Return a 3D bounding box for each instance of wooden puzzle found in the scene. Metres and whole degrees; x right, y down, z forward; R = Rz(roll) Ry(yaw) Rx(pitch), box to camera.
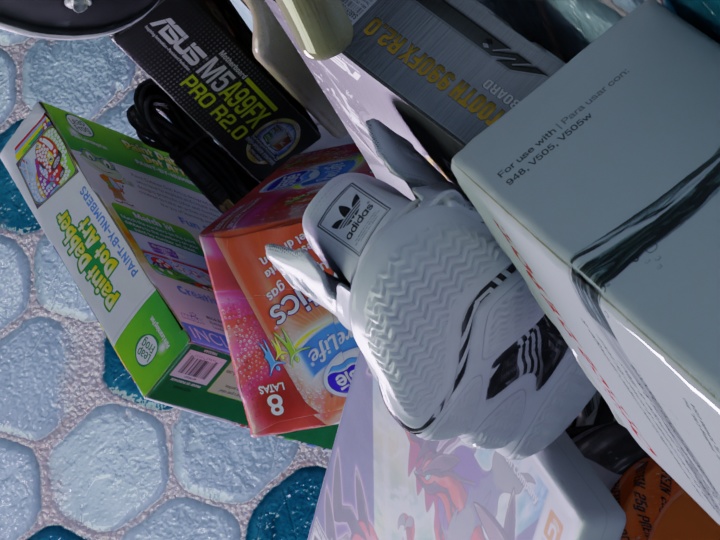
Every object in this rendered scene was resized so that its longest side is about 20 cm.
[{"bbox_3d":[-0.069,-0.175,1.243,0.200,0.046,0.185,55,-176,17],"label":"wooden puzzle"}]

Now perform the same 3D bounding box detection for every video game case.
[{"bbox_3d":[0.033,0.115,0.973,0.200,0.023,0.183,-124,43,-53],"label":"video game case"}]

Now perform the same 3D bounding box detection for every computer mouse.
[{"bbox_3d":[-0.029,-0.073,1.342,0.110,0.044,0.200,41,-150,26],"label":"computer mouse"}]

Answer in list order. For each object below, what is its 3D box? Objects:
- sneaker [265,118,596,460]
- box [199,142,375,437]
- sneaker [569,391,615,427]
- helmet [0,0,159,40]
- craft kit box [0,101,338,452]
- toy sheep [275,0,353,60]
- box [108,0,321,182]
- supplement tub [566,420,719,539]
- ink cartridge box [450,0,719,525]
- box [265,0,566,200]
[{"bbox_3d":[0.014,0.001,0.819,0.115,0.075,0.200,40,-178,22],"label":"sneaker"},{"bbox_3d":[0.000,0.000,1.147,0.200,0.095,0.100,-52,-51,-73],"label":"box"},{"bbox_3d":[0.073,0.005,1.073,0.200,0.088,0.076,54,177,-25],"label":"sneaker"},{"bbox_3d":[-0.128,-0.179,0.832,0.190,0.200,0.200,4,140,47],"label":"helmet"},{"bbox_3d":[-0.072,0.010,1.267,0.200,0.049,0.198,21,-153,-45],"label":"craft kit box"},{"bbox_3d":[-0.050,-0.148,0.694,0.138,0.138,0.201,43,155,64],"label":"toy sheep"},{"bbox_3d":[-0.113,-0.157,1.244,0.200,0.044,0.160,57,-172,36],"label":"box"},{"bbox_3d":[0.097,0.126,1.005,0.123,0.123,0.200,51,156,-9],"label":"supplement tub"},{"bbox_3d":[0.127,0.030,0.666,0.147,0.083,0.200,54,176,-37],"label":"ink cartridge box"},{"bbox_3d":[0.063,-0.034,0.904,0.200,0.048,0.158,40,171,31],"label":"box"}]
